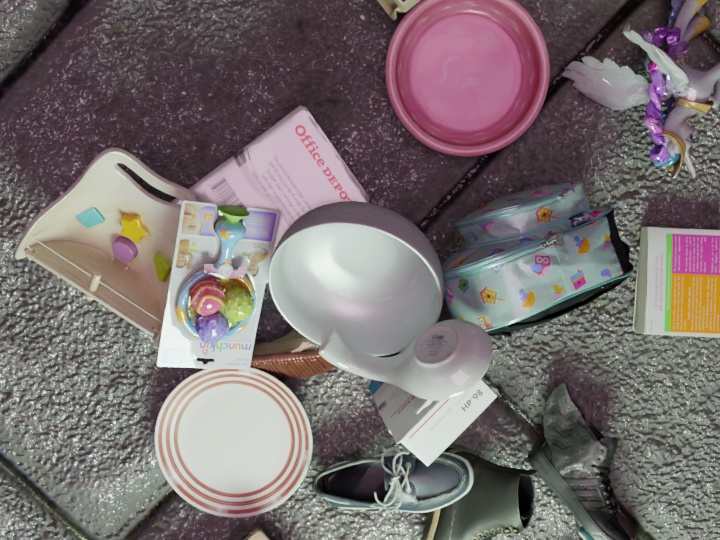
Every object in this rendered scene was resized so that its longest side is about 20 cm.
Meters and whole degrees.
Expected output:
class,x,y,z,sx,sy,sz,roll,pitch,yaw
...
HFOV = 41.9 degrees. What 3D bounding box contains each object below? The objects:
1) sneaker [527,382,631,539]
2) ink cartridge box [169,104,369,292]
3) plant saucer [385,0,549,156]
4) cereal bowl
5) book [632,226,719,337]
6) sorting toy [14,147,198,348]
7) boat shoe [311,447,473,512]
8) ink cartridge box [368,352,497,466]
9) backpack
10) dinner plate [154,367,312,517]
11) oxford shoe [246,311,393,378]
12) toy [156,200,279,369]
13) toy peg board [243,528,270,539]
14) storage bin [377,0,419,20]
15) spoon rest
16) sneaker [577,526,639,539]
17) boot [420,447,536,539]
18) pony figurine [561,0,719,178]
class,x,y,z,sx,sy,sz,roll,pitch,yaw
sneaker,0.285,0.245,1.158,0.104,0.060,0.200,-47,70,12
ink cartridge box,-0.105,-0.080,1.135,0.199,0.084,0.147,-35,95,1
plant saucer,0.128,-0.240,1.143,0.198,0.051,0.203,0,95,0
cereal bowl,0.000,0.000,1.068,0.197,0.084,0.202,8,130,9
book,0.447,0.016,1.170,0.197,0.048,0.135,3,92,-2
sorting toy,-0.268,-0.045,1.089,0.199,0.107,0.181,33,124,-3
boat shoe,0.036,0.254,1.141,0.198,0.062,0.076,-5,73,23
ink cartridge box,0.083,0.146,1.093,0.067,0.200,0.116,44,93,-14
backpack,0.184,-0.010,1.079,0.199,0.175,0.155,-30,98,-20
dinner plate,-0.158,0.213,1.178,0.197,0.024,0.203,0,101,0
oxford shoe,-0.055,0.086,1.168,0.197,0.071,0.075,-9,66,3
toy,-0.158,0.027,1.066,0.114,0.047,0.202,5,107,-24
toy peg board,-0.141,0.461,1.183,0.199,0.098,0.200,-42,94,-13
storage bin,0.063,-0.433,1.094,0.199,0.094,0.199,-38,86,2
spoon rest,0.052,0.094,1.028,0.198,0.061,0.100,2,52,32
sneaker,0.285,0.420,1.194,0.092,0.070,0.202,19,95,15
boot,0.147,0.326,1.138,0.137,0.077,0.203,2,97,41
pony figurine,0.366,-0.234,1.110,0.192,0.166,0.201,38,78,-11
